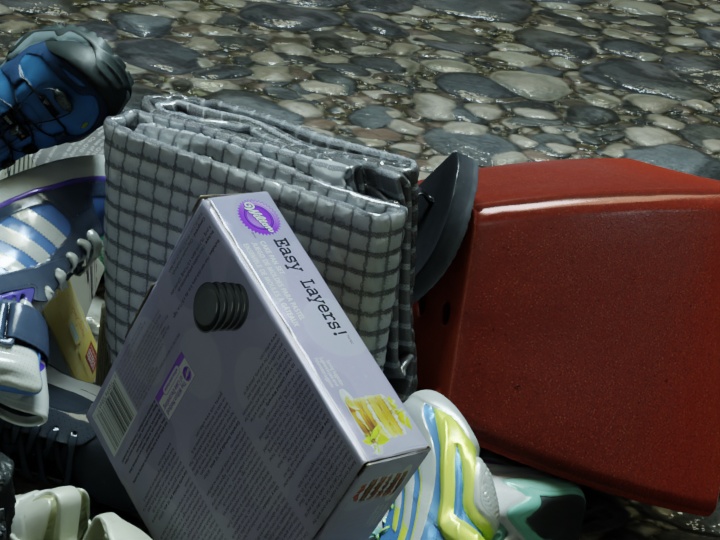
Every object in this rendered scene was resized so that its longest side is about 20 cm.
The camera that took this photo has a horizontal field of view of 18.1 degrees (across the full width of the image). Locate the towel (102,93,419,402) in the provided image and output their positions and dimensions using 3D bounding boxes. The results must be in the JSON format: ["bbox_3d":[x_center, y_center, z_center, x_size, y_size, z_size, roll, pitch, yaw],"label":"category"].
[{"bbox_3d":[-0.054,-0.003,1.312,0.199,0.167,0.085,17,26,26],"label":"towel"}]

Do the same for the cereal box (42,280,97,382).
[{"bbox_3d":[-0.277,0.016,1.484,0.198,0.144,0.040,14,63,14],"label":"cereal box"}]

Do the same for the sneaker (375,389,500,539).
[{"bbox_3d":[0.026,0.162,1.215,0.104,0.076,0.201,-11,63,-11],"label":"sneaker"}]

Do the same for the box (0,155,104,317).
[{"bbox_3d":[-0.244,-0.025,1.518,0.081,0.069,0.200,14,-21,17],"label":"box"}]

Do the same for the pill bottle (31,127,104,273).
[{"bbox_3d":[-0.175,-0.049,1.698,0.199,0.114,0.113,21,26,31],"label":"pill bottle"}]

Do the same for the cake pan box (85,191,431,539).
[{"bbox_3d":[-0.064,0.090,1.228,0.052,0.201,0.185,-7,51,-38],"label":"cake pan box"}]

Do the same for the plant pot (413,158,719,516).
[{"bbox_3d":[0.116,0.029,1.418,0.175,0.202,0.200,6,7,-20],"label":"plant pot"}]

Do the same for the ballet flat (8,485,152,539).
[{"bbox_3d":[-0.153,0.159,1.267,0.199,0.072,0.071,26,28,38],"label":"ballet flat"}]

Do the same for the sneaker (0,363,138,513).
[{"bbox_3d":[-0.224,0.110,1.355,0.201,0.077,0.146,29,38,25],"label":"sneaker"}]

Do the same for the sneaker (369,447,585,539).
[{"bbox_3d":[0.025,0.143,1.362,0.199,0.078,0.139,-1,20,-46],"label":"sneaker"}]

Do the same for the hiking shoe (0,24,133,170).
[{"bbox_3d":[-0.215,-0.082,1.348,0.199,0.074,0.087,-16,35,41],"label":"hiking shoe"}]

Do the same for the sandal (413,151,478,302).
[{"bbox_3d":[0.000,0.001,1.364,0.043,0.200,0.076,30,36,-25],"label":"sandal"}]

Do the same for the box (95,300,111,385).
[{"bbox_3d":[-0.095,0.096,1.402,0.077,0.096,0.200,-5,27,-27],"label":"box"}]

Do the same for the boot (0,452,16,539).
[{"bbox_3d":[-0.276,0.120,1.257,0.166,0.077,0.201,-4,40,-10],"label":"boot"}]

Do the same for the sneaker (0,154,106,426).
[{"bbox_3d":[-0.196,0.023,1.342,0.199,0.081,0.147,-16,70,-30],"label":"sneaker"}]
